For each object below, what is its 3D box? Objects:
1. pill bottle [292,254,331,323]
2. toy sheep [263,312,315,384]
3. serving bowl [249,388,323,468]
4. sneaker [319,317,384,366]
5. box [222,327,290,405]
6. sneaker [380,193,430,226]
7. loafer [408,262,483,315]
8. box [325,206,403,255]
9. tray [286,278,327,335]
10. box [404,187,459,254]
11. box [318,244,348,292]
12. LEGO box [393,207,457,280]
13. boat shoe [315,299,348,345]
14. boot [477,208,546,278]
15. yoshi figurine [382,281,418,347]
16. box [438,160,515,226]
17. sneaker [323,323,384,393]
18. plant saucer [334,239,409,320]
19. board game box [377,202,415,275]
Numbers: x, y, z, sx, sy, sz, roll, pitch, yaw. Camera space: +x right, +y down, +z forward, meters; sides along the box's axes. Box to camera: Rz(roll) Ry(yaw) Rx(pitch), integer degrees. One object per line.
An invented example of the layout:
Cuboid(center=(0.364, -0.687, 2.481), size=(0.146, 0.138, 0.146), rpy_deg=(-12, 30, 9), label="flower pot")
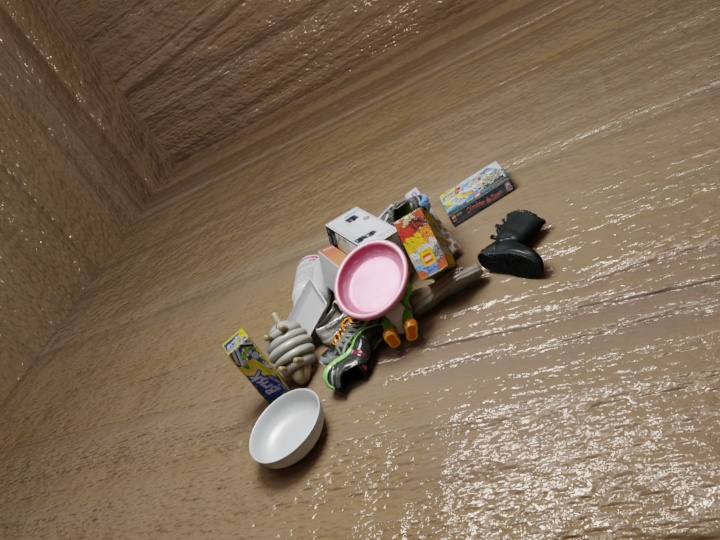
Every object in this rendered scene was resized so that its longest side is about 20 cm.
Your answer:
Cuboid(center=(-0.139, 0.057, 1.898), size=(0.111, 0.115, 0.202), rpy_deg=(-25, 30, 18), label="pill bottle")
Cuboid(center=(-0.183, 0.197, 1.700), size=(0.134, 0.205, 0.138), rpy_deg=(-22, -15, -6), label="toy sheep")
Cuboid(center=(-0.160, 0.373, 1.518), size=(0.196, 0.066, 0.203), rpy_deg=(-27, 31, 17), label="serving bowl")
Cuboid(center=(-0.029, 0.162, 1.657), size=(0.199, 0.078, 0.078), rpy_deg=(-40, 21, -8), label="sneaker")
Cuboid(center=(-0.262, 0.247, 1.668), size=(0.070, 0.202, 0.064), rpy_deg=(-38, 29, -10), label="box")
Cuboid(center=(0.099, -0.143, 1.715), size=(0.081, 0.073, 0.198), rpy_deg=(-18, -6, -37), label="sneaker")
Cuboid(center=(0.200, 0.031, 1.595), size=(0.197, 0.072, 0.064), rpy_deg=(-33, 63, 11), label="loafer")
Cuboid(center=(0.009, -0.089, 1.731), size=(0.115, 0.061, 0.199), rpy_deg=(-30, 37, -22), label="box")
Cuboid(center=(-0.149, 0.133, 1.777), size=(0.108, 0.022, 0.203), rpy_deg=(52, 123, 38), label="tray")
Cuboid(center=(0.187, -0.124, 1.736), size=(0.038, 0.202, 0.042), rpy_deg=(-33, -10, -10), label="box")
Cuboid(center=(0.000, 0.000, 1.763), size=(0.149, 0.109, 0.199), rpy_deg=(-25, 35, -23), label="box")
Cuboid(center=(0.163, -0.061, 1.613), size=(0.076, 0.152, 0.200), rpy_deg=(-27, -7, 13), label="LEGO box")
Cuboid(center=(-0.045, 0.106, 1.771), size=(0.070, 0.070, 0.201), rpy_deg=(10, 53, 51), label="boat shoe")
Cuboid(center=(0.384, -0.068, 1.559), size=(0.163, 0.074, 0.196), rpy_deg=(-46, 30, -23), label="boot")
Cuboid(center=(0.078, 0.074, 1.588), size=(0.113, 0.109, 0.203), rpy_deg=(-58, 28, 34), label="yoshi figurine")
Cuboid(center=(0.325, -0.219, 1.867), size=(0.197, 0.038, 0.138), rpy_deg=(-32, 29, 10), label="box")
Cuboid(center=(0.000, 0.215, 1.582), size=(0.200, 0.077, 0.083), rpy_deg=(-47, 48, -12), label="sneaker")
Cuboid(center=(0.031, 0.028, 1.568), size=(0.195, 0.051, 0.206), rpy_deg=(-14, 58, 23), label="plant saucer")
Cuboid(center=(0.112, -0.091, 1.853), size=(0.159, 0.098, 0.199), rpy_deg=(-44, 30, -14), label="board game box")
